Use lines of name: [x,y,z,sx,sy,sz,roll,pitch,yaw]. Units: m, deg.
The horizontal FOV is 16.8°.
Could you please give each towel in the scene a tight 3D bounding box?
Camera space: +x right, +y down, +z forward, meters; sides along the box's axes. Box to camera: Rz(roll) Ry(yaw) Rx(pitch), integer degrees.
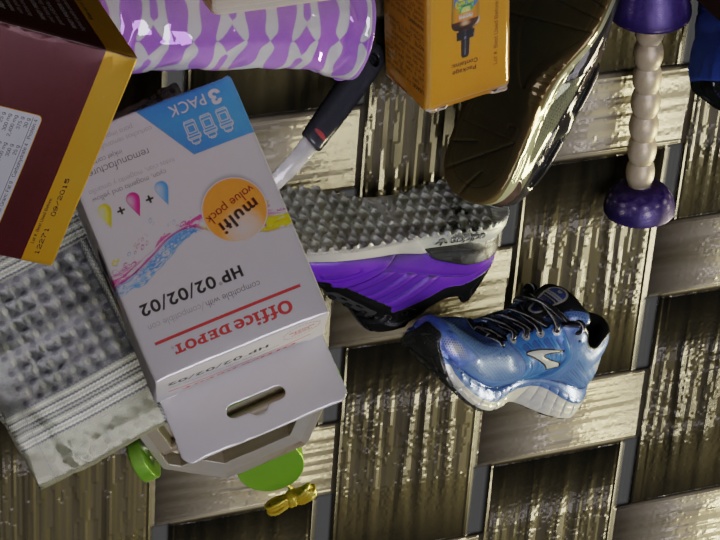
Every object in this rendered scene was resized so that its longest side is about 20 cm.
towel: [-0.163,0.010,1.534,0.199,0.035,0.194,-28,102,-12]

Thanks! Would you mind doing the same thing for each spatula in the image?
spatula: [-0.044,-0.069,1.547,0.057,0.020,0.200,47,71,-25]

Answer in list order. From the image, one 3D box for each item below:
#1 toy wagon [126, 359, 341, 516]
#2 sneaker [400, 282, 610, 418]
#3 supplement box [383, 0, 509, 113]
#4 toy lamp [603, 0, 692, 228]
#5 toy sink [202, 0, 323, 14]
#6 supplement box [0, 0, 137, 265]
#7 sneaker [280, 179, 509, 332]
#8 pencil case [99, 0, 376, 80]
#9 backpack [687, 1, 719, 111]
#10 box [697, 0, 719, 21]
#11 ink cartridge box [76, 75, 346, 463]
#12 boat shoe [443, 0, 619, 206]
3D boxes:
toy wagon: [-0.090,0.090,1.640,0.154,0.040,0.200,-23,131,11]
sneaker: [0.104,0.044,1.680,0.199,0.078,0.090,8,119,-53]
supplement box: [0.052,-0.204,1.519,0.066,0.069,0.201,-18,124,-24]
toy lamp: [0.193,-0.125,1.644,0.058,0.058,0.201,-13,124,-17]
toy sink: [-0.060,-0.268,1.391,0.111,0.131,0.201,-10,124,-19]
supplement box: [-0.262,-0.125,1.342,0.199,0.197,0.134,13,114,-31]
sneaker: [0.000,0.000,1.626,0.198,0.070,0.100,-3,130,-20]
pencil case: [-0.089,-0.150,1.478,0.198,0.084,0.086,-3,125,-24]
backpack: [0.319,-0.166,1.619,0.198,0.162,0.169,5,89,-27]
box: [0.244,-0.271,1.486,0.165,0.200,0.165,-30,128,-4]
ink cartridge box: [-0.093,0.000,1.462,0.114,0.201,0.068,-22,169,-9]
boat shoe: [0.121,-0.134,1.604,0.066,0.071,0.202,15,102,-63]
